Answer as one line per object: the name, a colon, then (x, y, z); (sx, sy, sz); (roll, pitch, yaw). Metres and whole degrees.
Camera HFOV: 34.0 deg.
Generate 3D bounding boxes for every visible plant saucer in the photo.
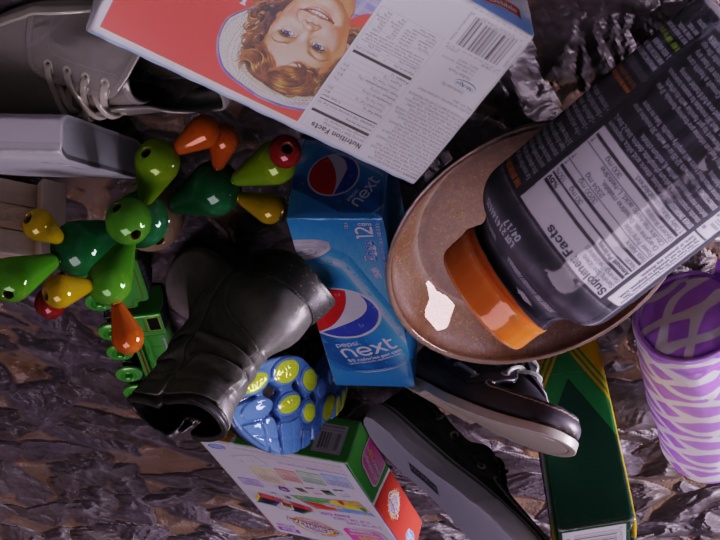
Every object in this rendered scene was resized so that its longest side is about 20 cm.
plant saucer: (0.109, -0.022, 0.753); (0.197, 0.037, 0.203); (-8, 134, -8)

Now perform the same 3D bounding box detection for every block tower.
block tower: (-0.269, -0.006, 0.821); (0.057, 0.055, 0.199); (10, 156, -36)

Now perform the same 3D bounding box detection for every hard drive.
hard drive: (-0.249, -0.076, 0.716); (0.196, 0.027, 0.132); (2, 180, 9)

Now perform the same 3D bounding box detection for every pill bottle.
pill bottle: (0.139, -0.043, 0.642); (0.199, 0.107, 0.106); (-40, 128, 19)

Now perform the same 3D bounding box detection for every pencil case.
pencil case: (0.256, 0.083, 0.877); (0.085, 0.084, 0.201); (-35, 141, -4)

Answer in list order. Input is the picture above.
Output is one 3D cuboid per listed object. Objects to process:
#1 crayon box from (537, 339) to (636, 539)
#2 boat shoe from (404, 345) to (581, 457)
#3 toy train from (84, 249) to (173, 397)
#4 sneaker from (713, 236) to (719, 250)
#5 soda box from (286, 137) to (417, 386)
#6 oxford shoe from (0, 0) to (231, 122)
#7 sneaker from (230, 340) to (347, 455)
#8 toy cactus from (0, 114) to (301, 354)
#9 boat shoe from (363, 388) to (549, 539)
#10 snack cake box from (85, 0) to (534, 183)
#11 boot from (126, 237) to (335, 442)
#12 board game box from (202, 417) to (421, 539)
crayon box: (0.168, 0.158, 0.908); (0.057, 0.175, 0.201); (-9, 143, 6)
boat shoe: (0.093, 0.079, 0.832); (0.072, 0.063, 0.199); (31, 173, -24)
toy train: (-0.174, 0.039, 0.915); (0.055, 0.042, 0.201); (-7, 144, -1)
sneaker: (0.279, -0.043, 0.712); (0.197, 0.076, 0.081); (9, 137, -21)
soda box: (0.000, 0.000, 0.807); (0.063, 0.069, 0.201); (0, 144, 10)
oxford shoe: (-0.155, -0.115, 0.682); (0.196, 0.059, 0.076); (-4, 145, 16)
sneaker: (-0.066, 0.088, 0.875); (0.081, 0.072, 0.199); (5, -175, 14)
toy cactus: (-0.126, -0.027, 0.733); (0.199, 0.165, 0.103); (-35, 97, -2)
boat shoe: (0.083, 0.160, 0.933); (0.199, 0.056, 0.069); (39, 155, 34)
snack cake box: (-0.024, -0.139, 0.604); (0.198, 0.068, 0.115); (23, 131, -23)
boot: (-0.113, 0.046, 0.788); (0.068, 0.131, 0.199); (52, 155, -22)
board game box: (-0.042, 0.192, 1.075); (0.151, 0.041, 0.201); (6, 147, 25)
